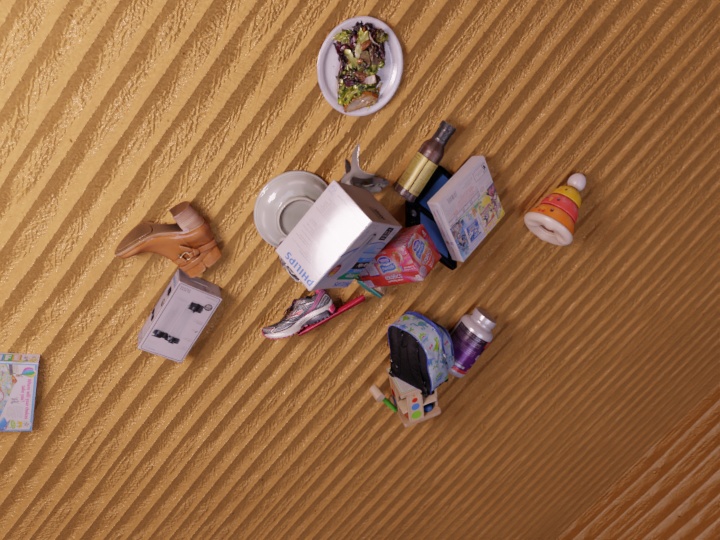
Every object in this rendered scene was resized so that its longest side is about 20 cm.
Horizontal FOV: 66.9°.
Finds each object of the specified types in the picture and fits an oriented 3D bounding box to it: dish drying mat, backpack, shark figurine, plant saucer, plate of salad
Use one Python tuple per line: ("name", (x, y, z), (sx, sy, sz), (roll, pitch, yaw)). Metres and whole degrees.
("dish drying mat", (-0.077, 0.118, 1.443), (0.198, 0.077, 0.018), (-28, 87, -5))
("backpack", (0.167, 0.218, 1.540), (0.146, 0.182, 0.203), (-33, 127, -30))
("shark figurine", (-0.018, -0.221, 1.238), (0.126, 0.214, 0.091), (-17, 83, 13))
("plant saucer", (-0.147, -0.129, 1.269), (0.196, 0.050, 0.203), (-11, 124, -17))
("plate of salad", (0.004, -0.427, 1.156), (0.196, 0.048, 0.203), (-10, 123, -16))

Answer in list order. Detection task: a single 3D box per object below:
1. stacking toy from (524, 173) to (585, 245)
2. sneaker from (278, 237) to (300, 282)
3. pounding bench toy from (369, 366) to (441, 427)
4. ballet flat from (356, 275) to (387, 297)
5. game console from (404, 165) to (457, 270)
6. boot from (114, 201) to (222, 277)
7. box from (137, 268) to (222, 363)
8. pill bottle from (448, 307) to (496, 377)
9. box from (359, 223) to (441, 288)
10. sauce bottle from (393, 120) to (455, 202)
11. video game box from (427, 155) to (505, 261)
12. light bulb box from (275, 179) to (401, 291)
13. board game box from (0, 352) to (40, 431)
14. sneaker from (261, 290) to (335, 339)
("stacking toy", (0.561, -0.185, 1.517), (0.146, 0.145, 0.202), (38, 81, -36))
("sneaker", (-0.134, -0.001, 1.307), (0.075, 0.082, 0.200), (-22, 145, 20))
("pounding bench toy", (0.128, 0.383, 1.650), (0.197, 0.125, 0.158), (-18, 125, -12))
("ballet flat", (0.000, 0.000, 1.412), (0.199, 0.070, 0.066), (35, 76, -38))
("game console", (0.217, -0.129, 1.385), (0.199, 0.175, 0.118), (31, 137, -34))
("boot", (-0.417, -0.044, 1.199), (0.198, 0.077, 0.157), (-34, 131, -10))
("box", (-0.427, 0.110, 1.286), (0.116, 0.060, 0.201), (26, 106, -33))
("pill bottle", (0.320, 0.214, 1.638), (0.111, 0.113, 0.202), (24, 108, -33))
("box", (0.082, -0.032, 1.316), (0.096, 0.198, 0.101), (-47, 113, -35))
("sauce bottle", (0.158, -0.262, 1.311), (0.064, 0.065, 0.201), (25, 108, -33))
("video game box", (0.272, -0.157, 1.379), (0.200, 0.046, 0.184), (-44, 121, -24))
("light bulb box", (-0.043, -0.070, 1.183), (0.200, 0.125, 0.198), (-47, 164, 17))
("board game box", (-0.812, 0.278, 1.237), (0.132, 0.034, 0.203), (8, 116, -27))
("sneaker", (-0.165, 0.113, 1.400), (0.198, 0.081, 0.076), (-28, 99, -7))
